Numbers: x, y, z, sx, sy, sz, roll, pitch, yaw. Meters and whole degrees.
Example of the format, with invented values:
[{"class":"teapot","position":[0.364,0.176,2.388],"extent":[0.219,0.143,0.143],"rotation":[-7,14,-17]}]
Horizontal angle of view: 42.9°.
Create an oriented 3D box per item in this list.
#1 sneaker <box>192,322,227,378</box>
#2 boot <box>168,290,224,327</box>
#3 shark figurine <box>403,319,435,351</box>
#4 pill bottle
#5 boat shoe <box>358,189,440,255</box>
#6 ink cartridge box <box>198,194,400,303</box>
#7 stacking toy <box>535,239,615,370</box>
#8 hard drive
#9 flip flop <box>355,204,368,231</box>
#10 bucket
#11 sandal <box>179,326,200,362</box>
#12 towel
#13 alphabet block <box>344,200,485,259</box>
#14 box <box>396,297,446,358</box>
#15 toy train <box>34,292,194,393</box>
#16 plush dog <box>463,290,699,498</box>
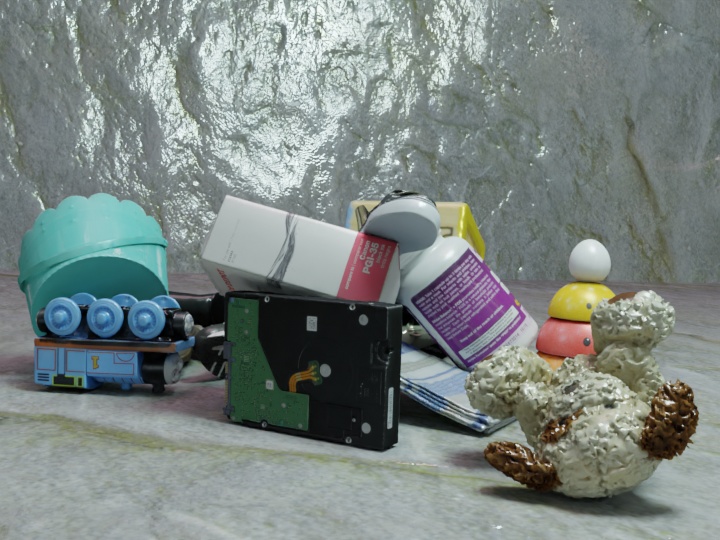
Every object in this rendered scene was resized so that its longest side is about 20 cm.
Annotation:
[{"class":"sneaker","position":[-0.164,0.094,1.252],"extent":[0.080,0.074,0.200],"rotation":[42,17,27]},{"class":"boot","position":[-0.263,0.046,1.365],"extent":[0.199,0.066,0.165],"rotation":[9,-20,-2]},{"class":"shark figurine","position":[0.065,0.115,1.230],"extent":[0.213,0.090,0.128],"rotation":[-8,40,-17]},{"class":"pill bottle","position":[0.115,0.031,1.123],"extent":[0.112,0.200,0.112],"rotation":[-41,2,2]},{"class":"boat shoe","position":[0.041,-0.055,0.986],"extent":[0.070,0.067,0.200],"rotation":[22,-17,-6]},{"class":"ink cartridge box","position":[-0.062,0.002,1.015],"extent":[0.199,0.083,0.147],"rotation":[17,-17,9]},{"class":"stacking toy","position":[0.262,0.064,1.086],"extent":[0.145,0.201,0.146],"rotation":[1,4,0]},{"class":"hard drive","position":[-0.052,0.096,0.928],"extent":[0.199,0.141,0.038],"rotation":[3,4,30]},{"class":"flip flop","position":[0.000,0.000,1.150],"extent":[0.057,0.201,0.081],"rotation":[-14,-37,19]},{"class":"bucket","position":[-0.353,0.014,1.226],"extent":[0.206,0.208,0.135],"rotation":[0,35,-23]},{"class":"sandal","position":[-0.271,0.098,1.278],"extent":[0.081,0.055,0.200],"rotation":[-23,8,2]},{"class":"towel","position":[0.088,0.123,1.040],"extent":[0.199,0.024,0.147],"rotation":[24,14,28]},{"class":"alphabet block","position":[0.086,0.008,1.509],"extent":[0.199,0.198,0.195],"rotation":[2,-18,19]},{"class":"box","position":[0.056,0.050,1.288],"extent":[0.199,0.079,0.141],"rotation":[23,-29,-19]},{"class":"toy train","position":[-0.299,0.088,1.113],"extent":[0.199,0.115,0.087],"rotation":[2,5,8]},{"class":"plush dog","position":[0.198,0.132,0.780],"extent":[0.199,0.161,0.172],"rotation":[-26,10,19]}]
